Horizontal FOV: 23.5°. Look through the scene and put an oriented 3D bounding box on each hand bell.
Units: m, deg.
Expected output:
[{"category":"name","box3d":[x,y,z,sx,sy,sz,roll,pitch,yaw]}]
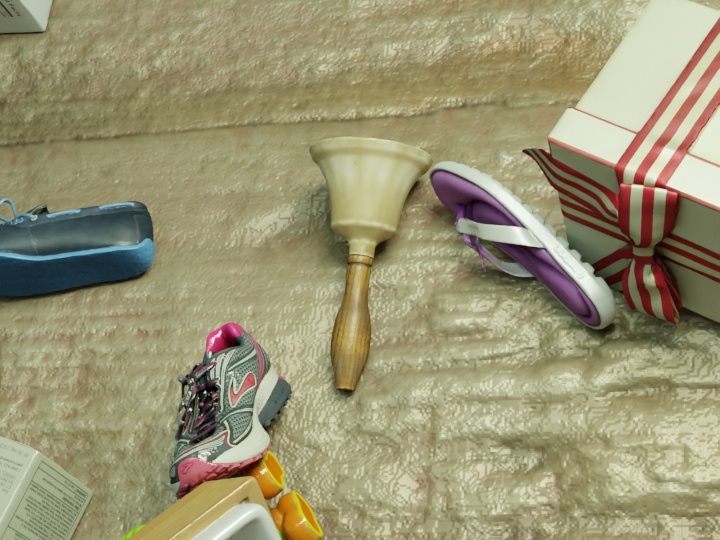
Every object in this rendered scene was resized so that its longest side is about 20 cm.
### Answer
[{"category":"hand bell","box3d":[0.000,0.000,1.426,0.104,0.104,0.200,1,77,20]}]

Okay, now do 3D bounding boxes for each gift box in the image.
[{"category":"gift box","box3d":[0.242,-0.074,1.316,0.200,0.185,0.187,22,64,31]}]

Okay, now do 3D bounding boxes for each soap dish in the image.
[{"category":"soap dish","box3d":[-0.115,0.261,1.243,0.157,0.200,0.081,-36,35,-25]}]

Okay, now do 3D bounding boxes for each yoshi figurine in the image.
[{"category":"yoshi figurine","box3d":[-0.133,0.229,1.334,0.200,0.112,0.112,-33,65,5]}]

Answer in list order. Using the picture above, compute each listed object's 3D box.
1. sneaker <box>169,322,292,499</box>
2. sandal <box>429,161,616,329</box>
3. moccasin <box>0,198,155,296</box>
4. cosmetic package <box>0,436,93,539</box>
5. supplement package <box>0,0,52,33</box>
[{"category":"sneaker","box3d":[-0.114,0.110,1.341,0.081,0.075,0.200,-27,15,15]},{"category":"sandal","box3d":[0.118,-0.019,1.378,0.050,0.083,0.203,-40,59,-18]},{"category":"moccasin","box3d":[-0.279,-0.022,1.537,0.200,0.081,0.068,-3,58,2]},{"category":"cosmetic package","box3d":[-0.312,0.238,1.393,0.087,0.103,0.200,16,69,27]},{"category":"supplement package","box3d":[-0.406,-0.305,1.694,0.200,0.110,0.114,0,65,19]}]
